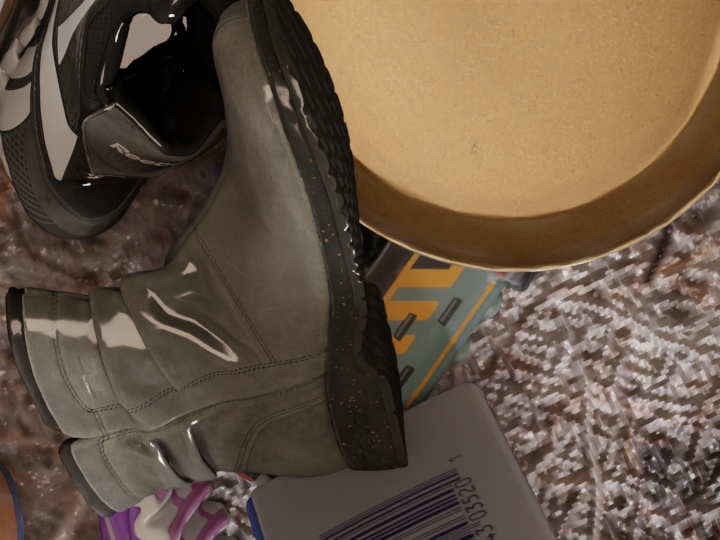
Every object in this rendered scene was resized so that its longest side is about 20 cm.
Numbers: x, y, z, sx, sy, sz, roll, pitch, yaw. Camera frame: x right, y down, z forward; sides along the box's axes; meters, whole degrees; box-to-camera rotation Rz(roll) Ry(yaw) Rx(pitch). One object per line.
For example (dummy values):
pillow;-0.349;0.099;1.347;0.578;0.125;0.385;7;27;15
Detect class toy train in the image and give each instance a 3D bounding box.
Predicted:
toy train;0.000;0.000;0.889;0.114;0.085;0.201;32;96;-18

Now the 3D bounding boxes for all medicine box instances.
medicine box;0.055;0.178;0.842;0.102;0.182;0.201;-26;119;0

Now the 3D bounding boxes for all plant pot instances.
plant pot;0.053;-0.100;0.824;0.198;0.027;0.202;0;92;-8

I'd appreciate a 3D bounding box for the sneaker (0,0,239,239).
sneaker;-0.084;-0.061;0.820;0.066;0.200;0.091;-6;55;-24

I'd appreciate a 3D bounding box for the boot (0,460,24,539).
boot;-0.173;0.171;0.876;0.074;0.097;0.202;-10;87;37

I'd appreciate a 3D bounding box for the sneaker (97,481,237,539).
sneaker;-0.087;0.166;0.913;0.088;0.080;0.202;-8;96;18

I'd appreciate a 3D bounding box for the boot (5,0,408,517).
boot;-0.061;0.006;0.780;0.130;0.068;0.201;-9;128;4

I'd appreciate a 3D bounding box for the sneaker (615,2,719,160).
sneaker;0.155;-0.113;0.889;0.199;0.066;0.079;-31;74;-7

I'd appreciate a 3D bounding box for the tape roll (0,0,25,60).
tape roll;-0.122;-0.131;0.795;0.037;0.203;0.204;21;97;-7
